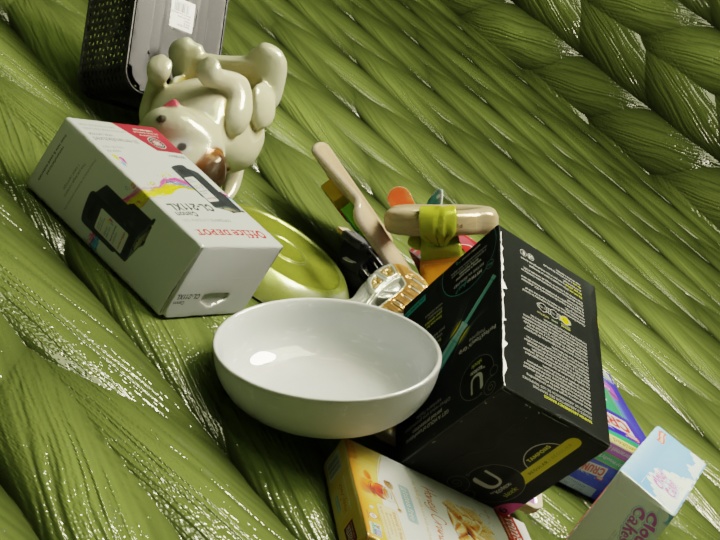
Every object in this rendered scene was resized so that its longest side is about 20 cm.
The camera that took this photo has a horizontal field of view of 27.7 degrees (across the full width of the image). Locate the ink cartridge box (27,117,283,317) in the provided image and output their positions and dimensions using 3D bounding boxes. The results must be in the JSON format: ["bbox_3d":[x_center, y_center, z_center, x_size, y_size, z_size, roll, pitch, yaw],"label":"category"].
[{"bbox_3d":[-0.193,-0.052,1.396,0.200,0.083,0.146,42,19,21],"label":"ink cartridge box"}]

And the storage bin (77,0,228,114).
[{"bbox_3d":[-0.238,-0.289,1.704,0.094,0.200,0.135,1,-10,43],"label":"storage bin"}]

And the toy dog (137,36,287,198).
[{"bbox_3d":[-0.182,-0.148,1.576,0.139,0.194,0.200,15,29,11],"label":"toy dog"}]

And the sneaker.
[{"bbox_3d":[-0.008,0.069,1.441,0.076,0.088,0.200,41,43,23],"label":"sneaker"}]

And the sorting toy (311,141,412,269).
[{"bbox_3d":[0.011,-0.044,1.706,0.185,0.036,0.200,54,3,-31],"label":"sorting toy"}]

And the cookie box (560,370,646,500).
[{"bbox_3d":[0.223,0.157,1.612,0.171,0.075,0.200,29,20,-22],"label":"cookie box"}]

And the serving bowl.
[{"bbox_3d":[-0.031,0.094,1.281,0.200,0.066,0.200,4,24,-2],"label":"serving bowl"}]

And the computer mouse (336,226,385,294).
[{"bbox_3d":[0.000,0.000,1.598,0.140,0.046,0.200,53,-1,-34],"label":"computer mouse"}]

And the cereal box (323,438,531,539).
[{"bbox_3d":[0.068,0.227,1.221,0.200,0.040,0.144,27,19,-21],"label":"cereal box"}]

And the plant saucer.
[{"bbox_3d":[-0.089,-0.014,1.569,0.200,0.031,0.200,31,18,-11],"label":"plant saucer"}]

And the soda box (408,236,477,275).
[{"bbox_3d":[0.134,0.020,1.645,0.200,0.063,0.070,41,-19,56],"label":"soda box"}]

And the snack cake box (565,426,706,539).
[{"bbox_3d":[0.266,0.234,1.430,0.067,0.115,0.200,39,19,13],"label":"snack cake box"}]

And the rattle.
[{"bbox_3d":[0.082,-0.019,1.643,0.200,0.130,0.143,9,-62,67],"label":"rattle"}]

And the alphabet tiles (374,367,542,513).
[{"bbox_3d":[0.093,0.153,1.379,0.200,0.015,0.196,30,40,-24],"label":"alphabet tiles"}]

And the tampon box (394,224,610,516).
[{"bbox_3d":[0.127,0.094,1.326,0.126,0.150,0.200,30,40,-23],"label":"tampon box"}]
